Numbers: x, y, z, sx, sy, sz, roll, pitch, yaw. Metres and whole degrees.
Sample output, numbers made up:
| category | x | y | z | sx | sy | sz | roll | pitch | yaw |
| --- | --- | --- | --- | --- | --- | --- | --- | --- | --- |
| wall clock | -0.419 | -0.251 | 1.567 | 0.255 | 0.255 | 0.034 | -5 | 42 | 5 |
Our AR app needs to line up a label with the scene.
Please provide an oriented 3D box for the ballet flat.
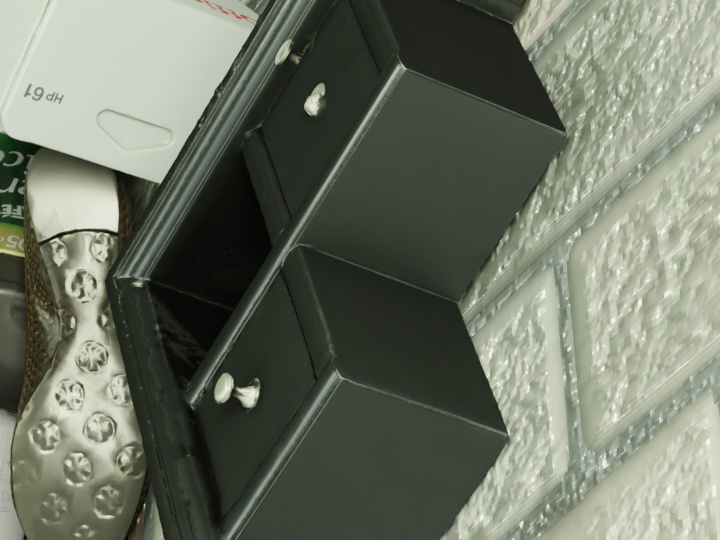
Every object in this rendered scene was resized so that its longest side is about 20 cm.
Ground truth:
| category | x | y | z | sx | sy | sz | roll | pitch | yaw |
| --- | --- | --- | --- | --- | --- | --- | --- | --- | --- |
| ballet flat | -0.131 | 0.038 | 1.235 | 0.046 | 0.067 | 0.202 | 128 | 139 | -83 |

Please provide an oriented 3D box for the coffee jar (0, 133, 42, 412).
| category | x | y | z | sx | sy | sz | roll | pitch | yaw |
| --- | --- | --- | --- | --- | --- | --- | --- | --- | --- |
| coffee jar | -0.171 | -0.023 | 1.336 | 0.085 | 0.104 | 0.201 | -50 | 33 | 38 |

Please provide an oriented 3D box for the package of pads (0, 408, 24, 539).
| category | x | y | z | sx | sy | sz | roll | pitch | yaw |
| --- | --- | --- | --- | --- | --- | --- | --- | --- | --- |
| package of pads | -0.220 | 0.135 | 1.353 | 0.120 | 0.075 | 0.201 | -30 | 46 | 50 |

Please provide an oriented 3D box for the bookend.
| category | x | y | z | sx | sy | sz | roll | pitch | yaw |
| --- | --- | --- | --- | --- | --- | --- | --- | --- | --- |
| bookend | 0.000 | 0.000 | 0.996 | 0.199 | 0.092 | 0.201 | -57 | 30 | 25 |

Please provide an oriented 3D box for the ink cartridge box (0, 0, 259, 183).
| category | x | y | z | sx | sy | sz | roll | pitch | yaw |
| --- | --- | --- | --- | --- | --- | --- | --- | --- | --- |
| ink cartridge box | -0.141 | -0.122 | 1.245 | 0.200 | 0.144 | 0.085 | 41 | 109 | 46 |
